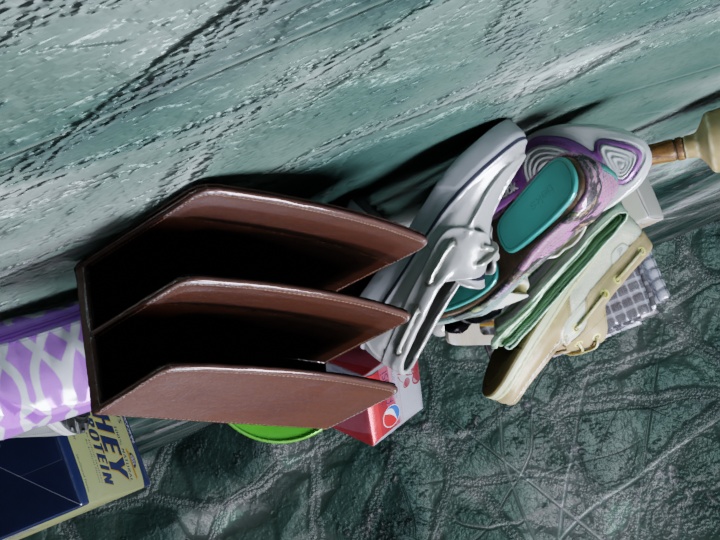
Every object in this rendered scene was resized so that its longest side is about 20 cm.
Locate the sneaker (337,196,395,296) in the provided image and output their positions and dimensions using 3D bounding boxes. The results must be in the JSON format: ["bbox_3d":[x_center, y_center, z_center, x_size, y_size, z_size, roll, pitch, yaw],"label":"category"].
[{"bbox_3d":[0.000,0.000,0.977,0.091,0.066,0.200,-48,167,1],"label":"sneaker"}]

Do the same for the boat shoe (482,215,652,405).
[{"bbox_3d":[0.176,0.035,1.015,0.200,0.066,0.074,-54,-171,-10],"label":"boat shoe"}]

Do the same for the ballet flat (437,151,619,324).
[{"bbox_3d":[0.117,-0.015,0.922,0.071,0.069,0.200,14,136,-39],"label":"ballet flat"}]

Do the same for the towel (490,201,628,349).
[{"bbox_3d":[0.156,-0.021,1.039,0.153,0.023,0.200,-50,-171,16],"label":"towel"}]

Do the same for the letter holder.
[{"bbox_3d":[-0.054,0.028,0.778,0.200,0.101,0.142,11,149,-45],"label":"letter holder"}]

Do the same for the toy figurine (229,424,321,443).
[{"bbox_3d":[-0.118,0.092,1.253,0.200,0.150,0.184,2,177,-11],"label":"toy figurine"}]

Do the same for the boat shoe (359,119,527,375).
[{"bbox_3d":[0.066,-0.013,0.877,0.200,0.066,0.072,-53,164,13],"label":"boat shoe"}]

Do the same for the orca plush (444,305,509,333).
[{"bbox_3d":[0.088,-0.017,1.061,0.105,0.071,0.200,-48,-169,27],"label":"orca plush"}]

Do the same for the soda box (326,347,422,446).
[{"bbox_3d":[-0.046,0.069,0.998,0.200,0.070,0.063,18,-142,40],"label":"soda box"}]

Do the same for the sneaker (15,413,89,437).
[{"bbox_3d":[-0.292,0.106,1.018,0.079,0.074,0.200,-14,169,17],"label":"sneaker"}]

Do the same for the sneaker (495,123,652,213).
[{"bbox_3d":[0.147,-0.074,0.982,0.200,0.075,0.100,-17,-176,40],"label":"sneaker"}]

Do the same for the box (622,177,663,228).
[{"bbox_3d":[0.188,-0.047,1.217,0.200,0.078,0.095,-25,172,23],"label":"box"}]

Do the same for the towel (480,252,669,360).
[{"bbox_3d":[0.207,0.002,1.305,0.200,0.166,0.086,-25,166,25],"label":"towel"}]

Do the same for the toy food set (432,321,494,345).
[{"bbox_3d":[0.065,0.048,1.264,0.143,0.061,0.200,3,-172,-45],"label":"toy food set"}]

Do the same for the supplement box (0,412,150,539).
[{"bbox_3d":[-0.345,0.193,1.201,0.200,0.134,0.200,-22,173,6],"label":"supplement box"}]

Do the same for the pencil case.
[{"bbox_3d":[-0.197,0.056,0.854,0.200,0.084,0.086,-20,138,-26],"label":"pencil case"}]

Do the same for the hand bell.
[{"bbox_3d":[0.282,-0.108,1.111,0.200,0.104,0.104,-11,176,17],"label":"hand bell"}]
